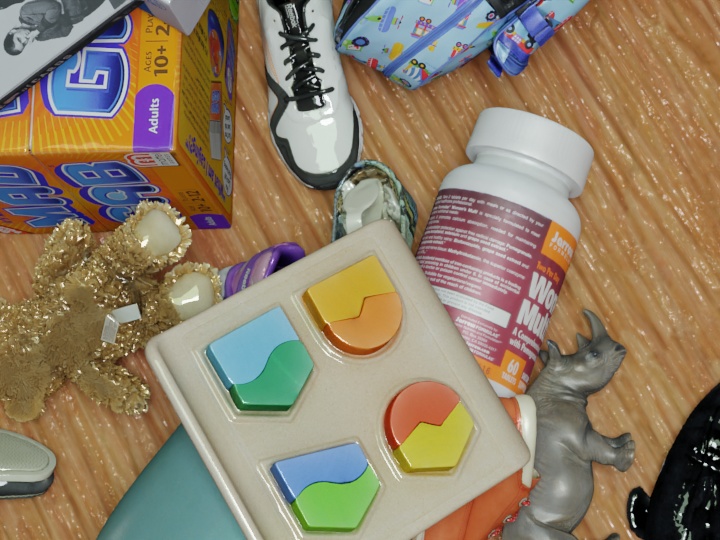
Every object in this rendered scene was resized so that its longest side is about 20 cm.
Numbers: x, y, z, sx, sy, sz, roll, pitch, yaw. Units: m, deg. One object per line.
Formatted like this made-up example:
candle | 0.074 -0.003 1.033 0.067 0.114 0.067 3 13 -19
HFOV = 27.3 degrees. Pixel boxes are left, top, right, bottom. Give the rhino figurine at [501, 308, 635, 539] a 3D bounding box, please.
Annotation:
rhino figurine | 0.151 0.125 1.055 0.086 0.060 0.203 7 77 5

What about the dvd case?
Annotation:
dvd case | -0.252 -0.179 0.942 0.199 0.025 0.152 -32 86 17

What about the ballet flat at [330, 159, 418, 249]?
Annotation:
ballet flat | 0.000 0.000 1.017 0.073 0.075 0.202 -3 44 6

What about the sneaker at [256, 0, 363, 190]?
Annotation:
sneaker | -0.047 -0.160 1.132 0.073 0.080 0.203 -14 77 3

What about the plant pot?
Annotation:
plant pot | -0.095 0.216 0.999 0.161 0.201 0.201 -44 76 3

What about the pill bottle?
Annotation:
pill bottle | 0.094 -0.007 1.065 0.108 0.110 0.202 19 80 10

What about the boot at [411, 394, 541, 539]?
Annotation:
boot | 0.072 0.171 1.016 0.106 0.075 0.203 -3 118 -11

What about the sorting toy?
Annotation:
sorting toy | -0.009 0.080 0.918 0.198 0.036 0.187 -27 80 -26

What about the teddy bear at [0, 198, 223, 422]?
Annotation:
teddy bear | -0.191 0.031 1.092 0.145 0.067 0.200 41 108 -4

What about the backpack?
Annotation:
backpack | 0.078 -0.208 1.082 0.135 0.183 0.200 44 103 -9

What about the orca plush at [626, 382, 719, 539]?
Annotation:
orca plush | 0.252 0.152 1.031 0.105 0.071 0.201 32 82 12

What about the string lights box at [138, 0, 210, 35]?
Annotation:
string lights box | -0.174 -0.250 0.970 0.198 0.059 0.104 29 84 12

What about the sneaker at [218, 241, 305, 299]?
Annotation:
sneaker | -0.033 0.063 1.064 0.088 0.080 0.201 -44 72 39

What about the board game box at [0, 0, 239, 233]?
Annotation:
board game box | -0.204 -0.151 1.084 0.197 0.200 0.203 -1 77 6

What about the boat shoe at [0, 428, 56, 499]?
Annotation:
boat shoe | -0.324 0.158 1.108 0.197 0.072 0.069 -1 113 -1
